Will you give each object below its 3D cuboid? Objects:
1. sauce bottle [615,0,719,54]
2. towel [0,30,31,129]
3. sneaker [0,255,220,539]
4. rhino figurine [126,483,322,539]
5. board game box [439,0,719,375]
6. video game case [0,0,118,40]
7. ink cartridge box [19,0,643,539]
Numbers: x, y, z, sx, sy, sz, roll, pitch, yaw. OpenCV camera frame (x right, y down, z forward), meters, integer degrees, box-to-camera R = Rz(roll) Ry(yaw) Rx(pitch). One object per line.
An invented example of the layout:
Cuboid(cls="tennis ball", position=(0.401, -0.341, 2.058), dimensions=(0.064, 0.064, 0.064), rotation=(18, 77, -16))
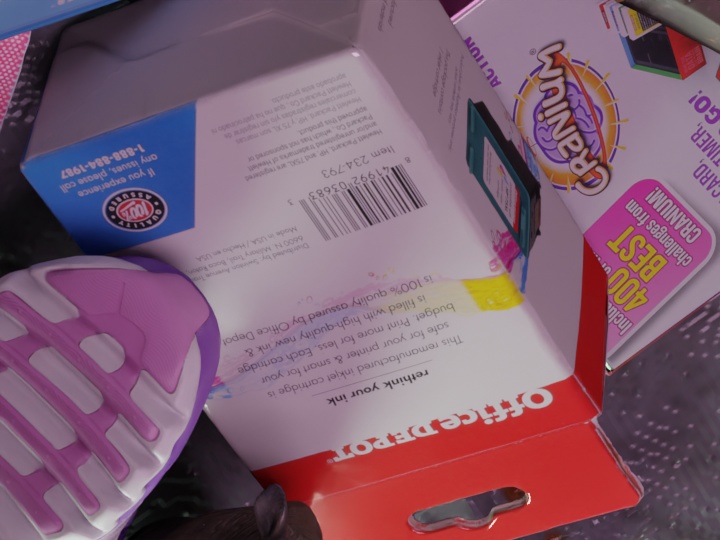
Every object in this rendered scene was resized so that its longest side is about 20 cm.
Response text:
Cuboid(cls="sauce bottle", position=(0.082, -0.115, 0.785), dimensions=(0.066, 0.066, 0.200), rotation=(-44, 97, 7))
Cuboid(cls="towel", position=(-0.204, -0.027, 0.789), dimensions=(0.199, 0.030, 0.147), rotation=(6, 115, -24))
Cuboid(cls="sneaker", position=(-0.099, 0.065, 0.838), dimensions=(0.088, 0.081, 0.200), rotation=(-18, 153, -53))
Cuboid(cls="rhino figurine", position=(-0.047, 0.108, 0.844), dimensions=(0.060, 0.200, 0.088), rotation=(42, 69, -8))
Cuboid(cls="board game box", position=(0.119, -0.082, 0.876), dimensions=(0.200, 0.040, 0.153), rotation=(-36, 124, 1))
Cuboid(cls="video game case", position=(-0.056, -0.134, 0.711), dimensions=(0.143, 0.018, 0.200), rotation=(-23, 158, -29))
Cuboid(cls="ink cartridge box", position=(0.000, 0.000, 0.836), dimensions=(0.116, 0.067, 0.200), rotation=(-17, 129, 23))
